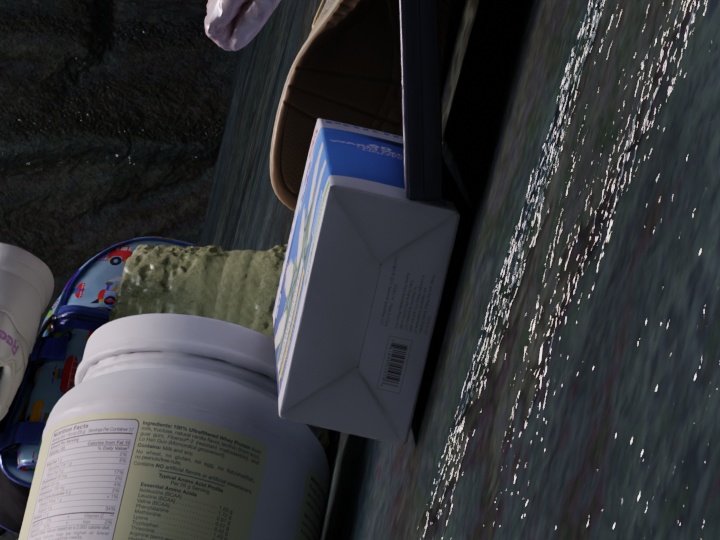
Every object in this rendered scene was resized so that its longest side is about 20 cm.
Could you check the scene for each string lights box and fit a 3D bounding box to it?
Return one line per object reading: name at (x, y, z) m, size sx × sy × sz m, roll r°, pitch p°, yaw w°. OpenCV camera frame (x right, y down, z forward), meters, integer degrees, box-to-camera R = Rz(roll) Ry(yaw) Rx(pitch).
string lights box at (0.000, 0.000, 1.245) m, size 0.200 × 0.059 × 0.103 m, roll -105°, pitch 27°, yaw -79°

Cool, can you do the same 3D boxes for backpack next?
backpack at (-0.112, 0.068, 1.633) m, size 0.135 × 0.182 × 0.201 m, roll 106°, pitch -179°, yaw -60°

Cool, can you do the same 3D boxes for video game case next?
video game case at (0.026, -0.117, 1.213) m, size 0.200 × 0.019 × 0.144 m, roll -78°, pitch -14°, yaw -79°

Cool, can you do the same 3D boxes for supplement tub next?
supplement tub at (-0.094, 0.138, 1.353) m, size 0.145 × 0.144 × 0.201 m, roll 114°, pitch 169°, yaw -62°

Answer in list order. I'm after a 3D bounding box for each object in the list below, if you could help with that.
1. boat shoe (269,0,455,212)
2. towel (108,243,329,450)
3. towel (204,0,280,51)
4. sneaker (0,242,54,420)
boat shoe at (0.010, -0.121, 1.397) m, size 0.065 × 0.072 × 0.201 m, roll -97°, pitch 27°, yaw -86°
towel at (-0.081, 0.073, 1.514) m, size 0.037 × 0.148 × 0.201 m, roll 64°, pitch -149°, yaw -55°
towel at (-0.010, -0.218, 1.323) m, size 0.191 × 0.032 × 0.200 m, roll -53°, pitch 13°, yaw 27°
sneaker at (-0.240, 0.071, 1.573) m, size 0.200 × 0.075 × 0.100 m, roll -55°, pitch 18°, yaw 41°
